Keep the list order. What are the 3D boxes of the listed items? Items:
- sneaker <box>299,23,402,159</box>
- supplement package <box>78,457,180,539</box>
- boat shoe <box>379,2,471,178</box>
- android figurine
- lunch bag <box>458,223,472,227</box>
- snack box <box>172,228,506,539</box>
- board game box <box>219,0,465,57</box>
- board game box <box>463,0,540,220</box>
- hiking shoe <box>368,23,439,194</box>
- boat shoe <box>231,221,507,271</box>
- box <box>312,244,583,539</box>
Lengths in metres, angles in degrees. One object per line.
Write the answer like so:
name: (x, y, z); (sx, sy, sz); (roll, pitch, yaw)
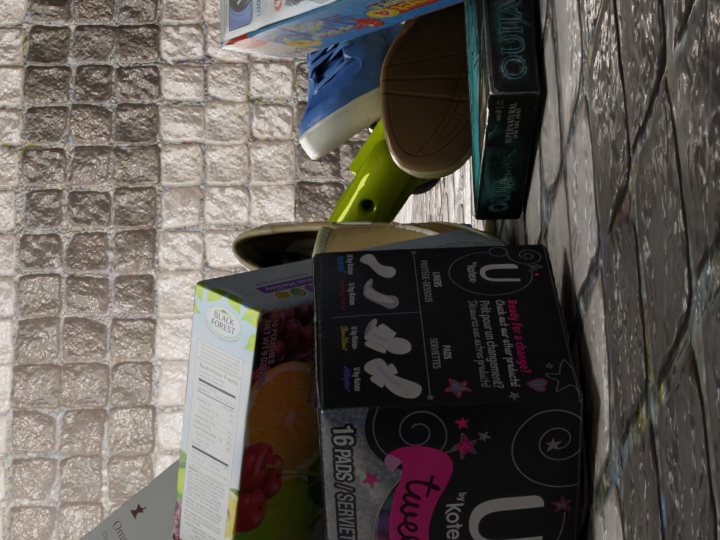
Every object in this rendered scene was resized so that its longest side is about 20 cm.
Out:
sneaker: (-0.022, -0.150, 1.184); (0.111, 0.077, 0.200); (55, -156, -12)
supplement package: (-0.070, 0.180, 1.215); (0.117, 0.200, 0.117); (52, -175, 29)
boat shoe: (0.055, -0.132, 1.119); (0.063, 0.073, 0.200); (79, -162, -56)
android figurine: (0.022, -0.075, 1.237); (0.200, 0.041, 0.182); (-57, 5, 17)
lunch bag: (0.048, 0.055, 1.228); (0.200, 0.082, 0.161); (-99, 8, -82)
snack box: (-0.002, 0.063, 0.952); (0.053, 0.200, 0.143); (24, 114, 39)
board game box: (0.003, -0.230, 0.951); (0.196, 0.056, 0.201); (-10, 79, 48)
board game box: (0.073, -0.147, 0.993); (0.135, 0.028, 0.201); (89, 179, -64)
hiking shoe: (0.042, -0.118, 1.467); (0.200, 0.075, 0.101); (91, -179, -51)
boat shoe: (0.000, 0.000, 1.090); (0.076, 0.200, 0.072); (20, -105, -44)
box: (0.040, 0.105, 0.841); (0.132, 0.114, 0.200); (-95, 2, -58)
